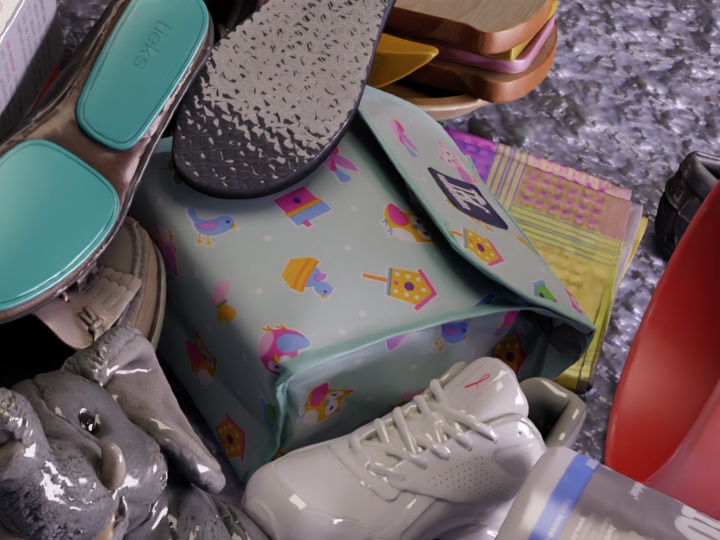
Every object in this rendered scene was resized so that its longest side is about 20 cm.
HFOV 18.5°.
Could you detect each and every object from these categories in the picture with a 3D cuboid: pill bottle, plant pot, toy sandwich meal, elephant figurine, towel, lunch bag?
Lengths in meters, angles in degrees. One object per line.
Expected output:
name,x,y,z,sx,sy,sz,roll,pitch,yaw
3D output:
pill bottle,0.149,0.168,0.967,0.200,0.114,0.114,26,38,11
plant pot,0.241,0.058,1.099,0.177,0.200,0.200,25,36,-6
toy sandwich meal,0.014,-0.153,1.274,0.205,0.070,0.205,12,32,-7
elephant figurine,-0.107,0.089,0.887,0.155,0.200,0.142,-6,34,43
towel,0.051,-0.015,1.211,0.200,0.023,0.144,19,55,2
lunch bag,0.000,0.000,1.106,0.200,0.122,0.170,-16,52,-27

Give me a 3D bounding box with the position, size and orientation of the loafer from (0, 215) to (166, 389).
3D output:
loafer,-0.145,0.046,0.996,0.072,0.063,0.200,9,54,22

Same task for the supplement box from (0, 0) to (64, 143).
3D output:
supplement box,-0.222,-0.059,0.982,0.101,0.103,0.200,25,71,6

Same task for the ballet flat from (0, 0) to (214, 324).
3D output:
ballet flat,-0.131,-0.048,1.013,0.068,0.068,0.200,39,64,-8

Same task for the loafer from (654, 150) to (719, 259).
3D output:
loafer,0.272,-0.016,1.285,0.200,0.070,0.068,17,37,0

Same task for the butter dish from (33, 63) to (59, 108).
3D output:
butter dish,-0.237,-0.125,1.133,0.199,0.148,0.200,25,19,12

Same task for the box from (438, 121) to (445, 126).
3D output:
box,-0.043,-0.118,1.311,0.200,0.048,0.117,11,37,-11

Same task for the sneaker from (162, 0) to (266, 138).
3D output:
sneaker,-0.103,-0.092,1.123,0.077,0.200,0.082,21,23,-2

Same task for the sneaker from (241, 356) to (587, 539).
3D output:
sneaker,0.028,0.081,1.014,0.200,0.099,0.078,-7,41,-49

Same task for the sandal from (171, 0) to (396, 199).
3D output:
sandal,-0.023,-0.110,1.081,0.076,0.043,0.200,30,66,4
